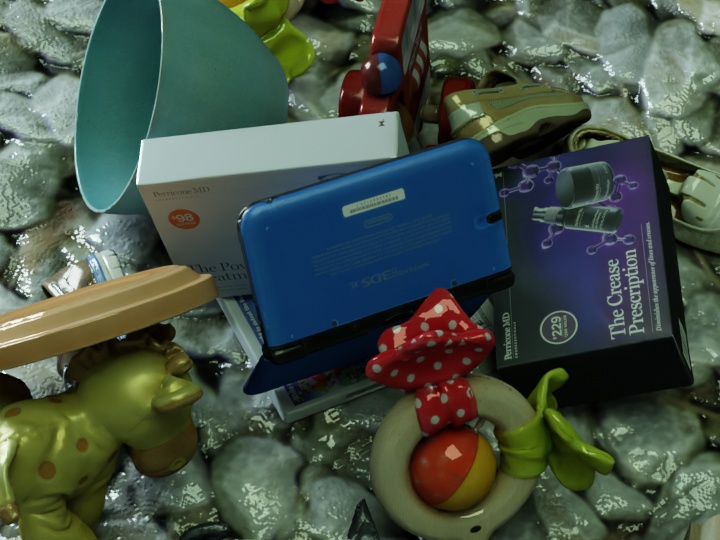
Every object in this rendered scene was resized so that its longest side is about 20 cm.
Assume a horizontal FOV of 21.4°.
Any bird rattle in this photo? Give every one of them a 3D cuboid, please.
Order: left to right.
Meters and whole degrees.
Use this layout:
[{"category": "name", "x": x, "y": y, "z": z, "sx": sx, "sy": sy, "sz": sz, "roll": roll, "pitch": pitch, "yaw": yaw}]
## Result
[{"category": "bird rattle", "x": -0.096, "y": -0.249, "z": 1.699, "sx": 0.163, "sy": 0.113, "sz": 0.200, "roll": 5, "pitch": 48, "yaw": 18}, {"category": "bird rattle", "x": 0.077, "y": 0.122, "z": 1.377, "sx": 0.200, "sy": 0.163, "sz": 0.113, "roll": 27, "pitch": 10, "yaw": -33}]

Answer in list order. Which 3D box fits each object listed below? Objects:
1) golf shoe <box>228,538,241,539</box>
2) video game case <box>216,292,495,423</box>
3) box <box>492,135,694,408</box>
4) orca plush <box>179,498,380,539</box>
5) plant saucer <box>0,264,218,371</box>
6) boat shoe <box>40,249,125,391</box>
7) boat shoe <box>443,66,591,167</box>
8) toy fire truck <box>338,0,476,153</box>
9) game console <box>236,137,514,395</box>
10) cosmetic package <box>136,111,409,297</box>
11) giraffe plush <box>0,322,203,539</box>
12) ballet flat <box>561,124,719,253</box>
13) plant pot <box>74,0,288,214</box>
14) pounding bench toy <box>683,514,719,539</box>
[{"category": "golf shoe", "x": -0.037, "y": 0.250, "z": 1.318, "sx": 0.200, "sy": 0.092, "sz": 0.073, "roll": 19, "pitch": 46, "yaw": -4}, {"category": "video game case", "x": -0.001, "y": 0.032, "z": 1.544, "sx": 0.200, "sy": 0.018, "sz": 0.143, "roll": -19, "pitch": 58, "yaw": -20}, {"category": "box", "x": 0.179, "y": 0.003, "z": 1.521, "sx": 0.141, "sy": 0.079, "sz": 0.200, "roll": -14, "pitch": 51, "yaw": 17}, {"category": "orca plush", "x": -0.087, "y": 0.207, "z": 1.369, "sx": 0.200, "sy": 0.105, "sz": 0.071, "roll": -25, "pitch": 22, "yaw": -6}, {"category": "plant saucer", "x": -0.200, "y": 0.033, "z": 1.346, "sx": 0.200, "sy": 0.200, "sz": 0.032, "roll": -18, "pitch": 94, "yaw": -19}, {"category": "boat shoe", "x": -0.195, "y": 0.075, "z": 1.464, "sx": 0.072, "sy": 0.072, "sz": 0.200, "roll": -18, "pitch": 51, "yaw": -9}, {"category": "boat shoe", "x": 0.131, "y": -0.138, "z": 1.601, "sx": 0.076, "sy": 0.072, "sz": 0.200, "roll": 58, "pitch": 27, "yaw": 8}, {"category": "toy fire truck", "x": 0.026, "y": -0.137, "z": 1.566, "sx": 0.112, "sy": 0.168, "sz": 0.200, "roll": 6, "pitch": 49, "yaw": 13}, {"category": "game console", "x": 0.000, "y": 0.000, "z": 1.429, "sx": 0.200, "sy": 0.171, "sz": 0.118, "roll": -18, "pitch": 17, "yaw": -19}, {"category": "cosmetic package", "x": -0.055, "y": -0.047, "z": 1.468, "sx": 0.200, "sy": 0.151, "sz": 0.052, "roll": -6, "pitch": 51, "yaw": 10}, {"category": "giraffe plush", "x": -0.186, "y": 0.109, "z": 1.336, "sx": 0.162, "sy": 0.200, "sz": 0.173, "roll": -29, "pitch": 58, "yaw": -8}, {"category": "ballet flat", "x": 0.261, "y": -0.068, "z": 1.617, "sx": 0.200, "sy": 0.062, "sz": 0.067, "roll": 22, "pitch": 80, "yaw": 13}, {"category": "plant pot", "x": -0.138, "y": -0.136, "z": 1.562, "sx": 0.135, "sy": 0.200, "sz": 0.200, "roll": 9, "pitch": 50, "yaw": -26}, {"category": "pounding bench toy", "x": 0.288, "y": 0.253, "z": 1.296, "sx": 0.156, "sy": 0.200, "sz": 0.124, "roll": 13, "pitch": 53, "yaw": 5}]
